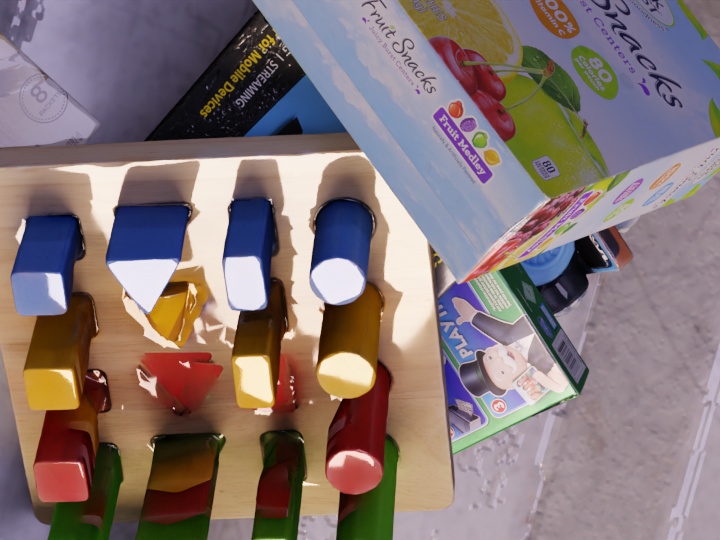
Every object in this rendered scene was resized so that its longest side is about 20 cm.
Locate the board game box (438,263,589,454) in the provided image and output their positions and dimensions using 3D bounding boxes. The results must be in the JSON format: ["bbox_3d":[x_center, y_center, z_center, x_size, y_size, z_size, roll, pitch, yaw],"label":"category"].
[{"bbox_3d":[0.000,0.000,1.364,0.134,0.029,0.200,-27,102,26],"label":"board game box"}]

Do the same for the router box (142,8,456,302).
[{"bbox_3d":[-0.031,-0.026,1.316,0.149,0.051,0.200,40,119,-5],"label":"router box"}]

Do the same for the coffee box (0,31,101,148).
[{"bbox_3d":[-0.233,-0.092,1.302,0.200,0.080,0.113,43,80,-14],"label":"coffee box"}]

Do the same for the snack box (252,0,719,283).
[{"bbox_3d":[0.067,-0.097,1.251,0.169,0.068,0.200,54,35,12],"label":"snack box"}]

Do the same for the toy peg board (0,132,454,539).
[{"bbox_3d":[-0.065,0.051,1.263,0.200,0.098,0.199,-3,124,5],"label":"toy peg board"}]

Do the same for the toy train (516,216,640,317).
[{"bbox_3d":[0.067,-0.077,1.398,0.114,0.087,0.200,-38,101,-19],"label":"toy train"}]
